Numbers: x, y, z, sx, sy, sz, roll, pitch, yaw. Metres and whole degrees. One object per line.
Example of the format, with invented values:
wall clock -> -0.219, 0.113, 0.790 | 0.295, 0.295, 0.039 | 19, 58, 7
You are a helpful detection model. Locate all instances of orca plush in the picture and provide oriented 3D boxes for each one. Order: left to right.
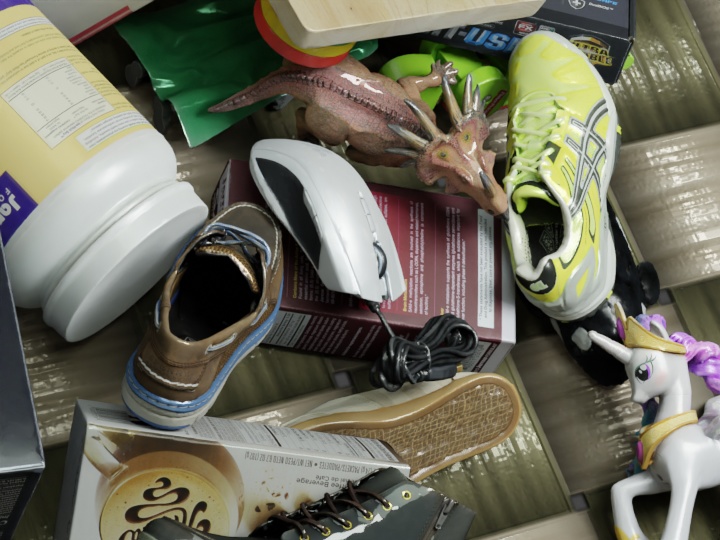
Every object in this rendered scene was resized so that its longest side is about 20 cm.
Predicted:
orca plush -> 0.168, -0.025, 1.710 | 0.105, 0.071, 0.200 | 14, 60, -11

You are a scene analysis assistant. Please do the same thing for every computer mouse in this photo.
computer mouse -> -0.001, -0.014, 1.577 | 0.110, 0.044, 0.200 | -9, 60, -55

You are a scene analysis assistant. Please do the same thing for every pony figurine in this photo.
pony figurine -> 0.248, 0.117, 1.631 | 0.193, 0.167, 0.200 | -2, 79, -10

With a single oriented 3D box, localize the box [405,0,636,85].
box -> 0.096, -0.231, 1.770 | 0.200, 0.050, 0.199 | 13, 45, -5

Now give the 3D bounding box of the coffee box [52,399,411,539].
coffee box -> -0.080, 0.151, 1.509 | 0.200, 0.080, 0.113 | 9, 96, -13

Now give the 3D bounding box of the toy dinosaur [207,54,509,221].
toy dinosaur -> 0.007, -0.104, 1.627 | 0.200, 0.136, 0.086 | 15, 98, -11

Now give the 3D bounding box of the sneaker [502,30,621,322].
sneaker -> 0.130, -0.069, 1.653 | 0.075, 0.076, 0.200 | -14, 71, 23

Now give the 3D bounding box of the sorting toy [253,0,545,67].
sorting toy -> -0.012, -0.223, 1.625 | 0.199, 0.070, 0.200 | -12, 63, -36

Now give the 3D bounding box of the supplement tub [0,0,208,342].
supplement tub -> -0.208, -0.068, 1.571 | 0.200, 0.145, 0.145 | 45, 60, 9

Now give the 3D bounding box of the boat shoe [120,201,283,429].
boat shoe -> -0.083, 0.013, 1.514 | 0.072, 0.072, 0.200 | 23, 38, -3

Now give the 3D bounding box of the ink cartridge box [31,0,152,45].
ink cartridge box -> -0.172, -0.273, 1.681 | 0.085, 0.146, 0.200 | 30, 52, -35

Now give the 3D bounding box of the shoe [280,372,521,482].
shoe -> 0.007, 0.114, 1.604 | 0.200, 0.053, 0.070 | -16, 102, -20

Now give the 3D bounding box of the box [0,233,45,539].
box -> -0.266, 0.066, 1.461 | 0.104, 0.182, 0.200 | -6, 65, -20

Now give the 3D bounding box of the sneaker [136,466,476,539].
sneaker -> -0.031, 0.151, 1.439 | 0.200, 0.075, 0.106 | 23, 89, -31

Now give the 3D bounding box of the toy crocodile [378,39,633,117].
toy crocodile -> 0.103, -0.141, 1.760 | 0.200, 0.062, 0.068 | -15, 52, -29

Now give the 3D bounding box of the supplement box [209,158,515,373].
supplement box -> 0.000, 0.000, 1.650 | 0.200, 0.061, 0.109 | 10, 60, -13

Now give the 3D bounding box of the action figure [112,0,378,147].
action figure -> -0.061, -0.154, 1.716 | 0.200, 0.055, 0.118 | -21, 70, -25
